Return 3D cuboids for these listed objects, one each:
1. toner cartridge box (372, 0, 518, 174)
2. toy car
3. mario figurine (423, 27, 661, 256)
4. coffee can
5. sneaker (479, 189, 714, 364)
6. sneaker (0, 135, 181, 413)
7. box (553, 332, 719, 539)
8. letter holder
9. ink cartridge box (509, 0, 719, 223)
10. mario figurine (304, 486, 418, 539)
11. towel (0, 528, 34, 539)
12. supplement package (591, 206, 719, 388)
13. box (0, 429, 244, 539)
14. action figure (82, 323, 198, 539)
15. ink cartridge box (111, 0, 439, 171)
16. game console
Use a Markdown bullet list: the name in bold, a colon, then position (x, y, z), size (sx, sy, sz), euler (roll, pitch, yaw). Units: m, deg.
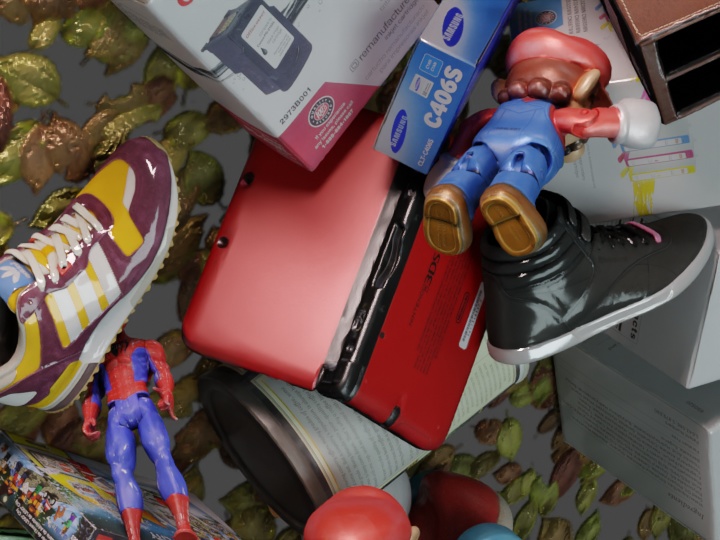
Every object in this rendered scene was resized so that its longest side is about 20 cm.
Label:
- **toner cartridge box**: position (0.070, -0.158, 1.369), size (0.200, 0.043, 0.095), euler (-61, 175, -52)
- **toy car**: position (0.000, 0.207, 1.571), size (0.200, 0.184, 0.177), euler (36, 91, -17)
- **mario figurine**: position (0.119, -0.074, 1.334), size (0.200, 0.123, 0.106), euler (-56, 172, -41)
- **coffee can**: position (0.003, 0.080, 1.476), size (0.200, 0.146, 0.147), euler (-36, 133, -18)
- **sneaker**: position (0.166, -0.019, 1.412), size (0.199, 0.071, 0.100), euler (-27, 119, -23)
- **sneaker**: position (-0.192, 0.000, 1.314), size (0.090, 0.075, 0.201), euler (18, 101, -47)
- **box**: position (0.298, 0.094, 1.701), size (0.198, 0.200, 0.131), euler (-29, 129, -25)
- **letter holder**: position (0.223, -0.226, 1.362), size (0.142, 0.201, 0.101), euler (-24, 147, 5)
- **ink cartridge box**: position (0.218, -0.128, 1.481), size (0.199, 0.129, 0.126), euler (-9, 128, 9)
- **mario figurine**: position (0.005, 0.233, 1.390), size (0.123, 0.106, 0.200), euler (-42, 152, -15)
- **towel**: position (-0.214, 0.264, 1.486), size (0.199, 0.031, 0.150), euler (11, 106, -44)
- **supplement package**: position (0.241, -0.014, 1.585), size (0.121, 0.200, 0.120), euler (-12, 123, -36)
- **box**: position (-0.156, 0.182, 1.409), size (0.200, 0.136, 0.038), euler (26, 97, -46)
- **action figure**: position (-0.149, 0.101, 1.335), size (0.065, 0.201, 0.052), euler (-21, 141, 5)
- **ink cartridge box**: position (-0.061, -0.183, 1.307), size (0.145, 0.084, 0.200), euler (-52, 137, -5)
- **game console**: position (0.000, 0.000, 1.401), size (0.172, 0.118, 0.201), euler (34, 71, -42)
